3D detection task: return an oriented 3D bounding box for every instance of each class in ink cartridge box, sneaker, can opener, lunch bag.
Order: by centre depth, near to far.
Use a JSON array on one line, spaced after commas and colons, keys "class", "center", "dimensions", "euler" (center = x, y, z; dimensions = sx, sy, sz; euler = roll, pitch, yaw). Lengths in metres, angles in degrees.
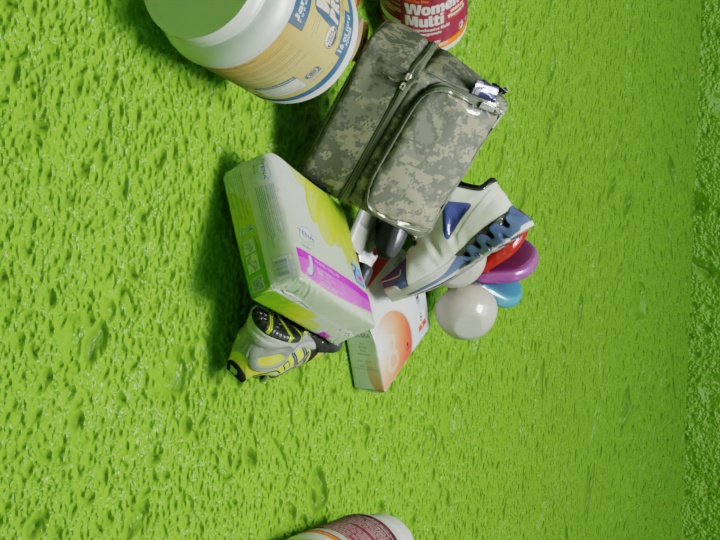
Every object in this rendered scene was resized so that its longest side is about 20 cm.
[{"class": "sneaker", "center": [-0.093, 0.079, 1.564], "dimensions": [0.077, 0.075, 0.200], "euler": [-49, 163, 8]}, {"class": "lunch bag", "center": [0.050, -0.154, 1.592], "dimensions": [0.201, 0.167, 0.140], "euler": [-59, -178, 22]}, {"class": "can opener", "center": [0.000, 0.000, 1.698], "dimensions": [0.053, 0.067, 0.201], "euler": [38, 64, -35]}, {"class": "sneaker", "center": [0.105, -0.053, 1.773], "dimensions": [0.116, 0.198, 0.080], "euler": [61, 21, 7]}, {"class": "ink cartridge box", "center": [0.031, 0.025, 1.817], "dimensions": [0.162, 0.050, 0.202], "euler": [-51, 141, -51]}]

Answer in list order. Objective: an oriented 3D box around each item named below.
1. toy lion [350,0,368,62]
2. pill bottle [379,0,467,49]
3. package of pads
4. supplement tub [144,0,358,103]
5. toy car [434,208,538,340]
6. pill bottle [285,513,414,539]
[{"class": "toy lion", "center": [-0.009, -0.325, 1.555], "dimensions": [0.200, 0.068, 0.194], "euler": [-70, 176, -81]}, {"class": "pill bottle", "center": [0.074, -0.358, 1.716], "dimensions": [0.201, 0.108, 0.110], "euler": [84, 23, -57]}, {"class": "package of pads", "center": [-0.063, -0.023, 1.529], "dimensions": [0.200, 0.068, 0.156], "euler": [35, 35, -61]}, {"class": "supplement tub", "center": [-0.102, -0.249, 1.374], "dimensions": [0.200, 0.143, 0.146], "euler": [19, 77, -64]}, {"class": "toy car", "center": [0.159, -0.021, 1.918], "dimensions": [0.176, 0.148, 0.201], "euler": [-95, 172, -54]}, {"class": "pill bottle", "center": [-0.015, 0.349, 1.703], "dimensions": [0.200, 0.113, 0.116], "euler": [-2, 97, -64]}]
